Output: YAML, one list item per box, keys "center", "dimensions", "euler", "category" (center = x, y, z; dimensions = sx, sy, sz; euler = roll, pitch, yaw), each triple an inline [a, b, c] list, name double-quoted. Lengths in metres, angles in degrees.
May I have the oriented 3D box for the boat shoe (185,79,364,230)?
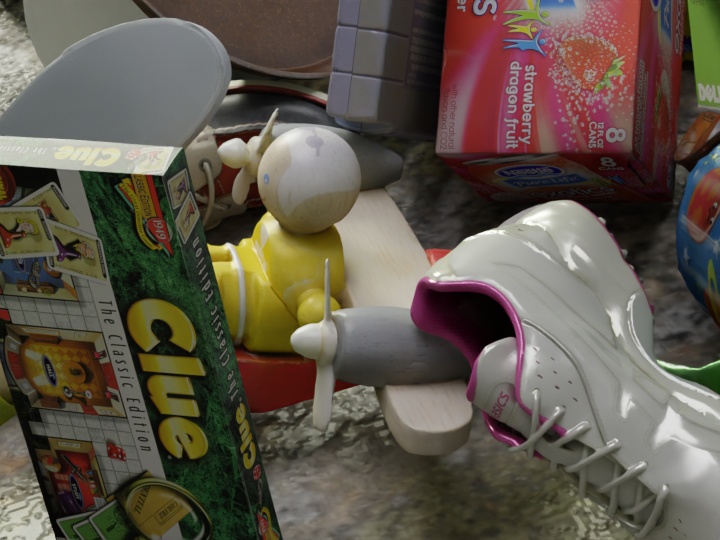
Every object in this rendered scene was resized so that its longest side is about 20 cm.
- center: [-0.096, -0.048, 1.287]
  dimensions: [0.198, 0.072, 0.063]
  euler: [-5, 38, 16]
  category: "boat shoe"

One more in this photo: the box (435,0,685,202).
- center: [0.101, -0.139, 1.236]
  dimensions: [0.099, 0.095, 0.202]
  euler: [1, 77, 19]
  category: "box"

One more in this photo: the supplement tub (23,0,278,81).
- center: [-0.077, -0.172, 1.405]
  dimensions: [0.144, 0.146, 0.200]
  euler: [11, 39, 33]
  category: "supplement tub"

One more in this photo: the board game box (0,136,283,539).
- center: [-0.097, 0.038, 1.027]
  dimensions: [0.104, 0.201, 0.024]
  euler: [2, 34, 24]
  category: "board game box"

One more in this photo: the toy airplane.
- center: [0.000, 0.000, 1.109]
  dimensions: [0.199, 0.142, 0.199]
  euler: [11, 38, 34]
  category: "toy airplane"

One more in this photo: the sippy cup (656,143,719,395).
- center: [0.199, -0.005, 1.069]
  dimensions: [0.176, 0.141, 0.130]
  euler: [5, 15, -21]
  category: "sippy cup"

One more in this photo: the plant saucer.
- center: [-0.059, -0.178, 1.302]
  dimensions: [0.200, 0.200, 0.034]
  euler: [-45, 2, -41]
  category: "plant saucer"

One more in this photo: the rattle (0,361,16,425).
- center: [-0.179, -0.006, 1.162]
  dimensions: [0.142, 0.130, 0.200]
  euler: [35, 45, 1]
  category: "rattle"

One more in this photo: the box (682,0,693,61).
- center: [0.156, -0.213, 1.408]
  dimensions: [0.191, 0.123, 0.200]
  euler: [0, 34, 22]
  category: "box"

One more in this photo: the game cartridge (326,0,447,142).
- center: [0.026, -0.129, 1.241]
  dimensions: [0.038, 0.131, 0.200]
  euler: [12, 4, 15]
  category: "game cartridge"

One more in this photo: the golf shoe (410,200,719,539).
- center: [0.092, 0.063, 0.994]
  dimensions: [0.091, 0.076, 0.200]
  euler: [-14, 54, -31]
  category: "golf shoe"

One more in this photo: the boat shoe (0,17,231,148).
- center: [-0.138, -0.051, 1.233]
  dimensions: [0.199, 0.074, 0.068]
  euler: [-40, -10, 15]
  category: "boat shoe"

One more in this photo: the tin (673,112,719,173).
- center: [0.222, -0.110, 1.234]
  dimensions: [0.042, 0.112, 0.200]
  euler: [41, 57, -1]
  category: "tin"

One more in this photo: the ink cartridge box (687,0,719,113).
- center: [0.165, -0.098, 1.066]
  dimensions: [0.198, 0.076, 0.148]
  euler: [-11, 9, -14]
  category: "ink cartridge box"
